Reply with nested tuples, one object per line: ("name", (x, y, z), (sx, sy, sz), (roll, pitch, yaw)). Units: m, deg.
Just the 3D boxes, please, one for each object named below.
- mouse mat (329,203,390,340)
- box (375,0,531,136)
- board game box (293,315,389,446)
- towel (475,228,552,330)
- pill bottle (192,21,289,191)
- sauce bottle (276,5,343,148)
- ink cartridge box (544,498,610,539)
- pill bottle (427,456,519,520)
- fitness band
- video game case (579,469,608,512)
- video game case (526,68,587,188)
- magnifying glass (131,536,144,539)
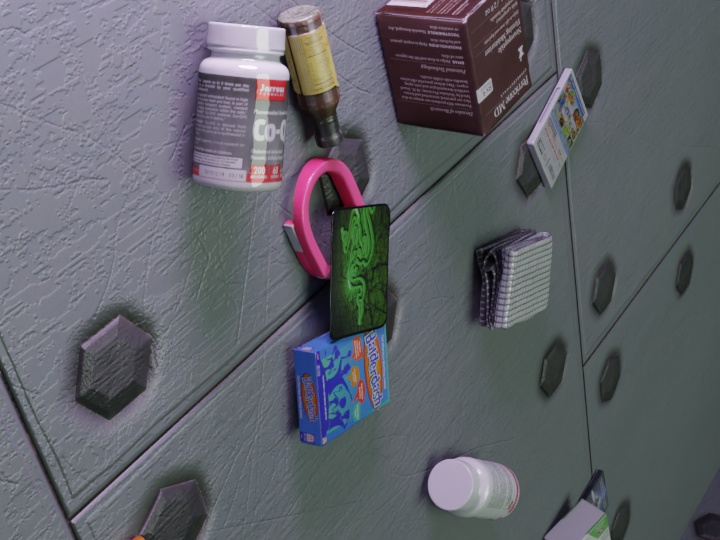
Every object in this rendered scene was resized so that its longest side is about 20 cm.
("mouse mat", (0.000, 0.000, 1.678), (0.161, 0.008, 0.200), (-11, 104, -56))
("box", (0.149, -0.343, 1.705), (0.166, 0.164, 0.200), (-47, 136, -36))
("board game box", (-0.026, 0.166, 1.711), (0.200, 0.045, 0.152), (-26, 117, -54))
("towel", (0.294, 0.016, 2.112), (0.200, 0.086, 0.166), (-21, 119, -53))
("pill bottle", (-0.148, -0.205, 1.369), (0.114, 0.114, 0.200), (-11, 110, -53))
("sauce bottle", (-0.064, -0.265, 1.517), (0.065, 0.065, 0.200), (-45, 137, -38))
("ink cartridge box", (0.532, 0.678, 2.652), (0.146, 0.084, 0.200), (-39, 132, -24))
("pill bottle", (0.217, 0.418, 2.105), (0.200, 0.113, 0.114), (24, 81, -56))
("fitness band", (-0.047, -0.075, 1.628), (0.144, 0.037, 0.200), (-55, 141, -30))
("video game case", (0.574, 0.622, 2.773), (0.200, 0.019, 0.143), (-49, 137, -35))
("video game case", (0.401, -0.288, 2.219), (0.200, 0.018, 0.143), (-60, 142, -22))
("magnifying glass", (-0.346, 0.391, 1.366), (0.200, 0.022, 0.080), (-29, 123, -49))
